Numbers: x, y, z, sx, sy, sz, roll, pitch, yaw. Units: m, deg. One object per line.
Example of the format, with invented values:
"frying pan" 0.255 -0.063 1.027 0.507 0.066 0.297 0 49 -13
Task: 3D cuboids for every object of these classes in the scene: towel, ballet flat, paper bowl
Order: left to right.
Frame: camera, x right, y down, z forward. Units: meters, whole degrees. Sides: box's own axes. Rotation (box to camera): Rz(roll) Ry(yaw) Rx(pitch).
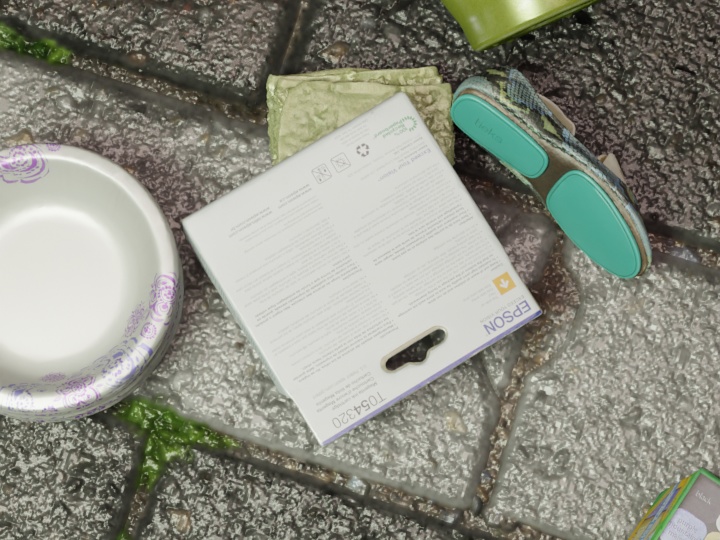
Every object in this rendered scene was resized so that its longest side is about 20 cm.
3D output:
"paper bowl" -0.231 0.013 1.556 0.200 0.104 0.201 0 80 0
"towel" 0.002 -0.059 1.608 0.148 0.036 0.200 -1 78 -2
"ballet flat" 0.158 -0.082 1.600 0.074 0.074 0.200 -44 92 -8

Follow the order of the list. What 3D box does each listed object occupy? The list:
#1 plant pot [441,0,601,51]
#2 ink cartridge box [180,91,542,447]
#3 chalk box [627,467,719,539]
"plant pot" 0.107 -0.276 1.585 0.200 0.200 0.193 -23 92 -5
"ink cartridge box" 0.000 0.000 1.556 0.196 0.043 0.200 -30 83 -9
"chalk box" 0.246 0.226 1.471 0.124 0.200 0.124 35 81 6
